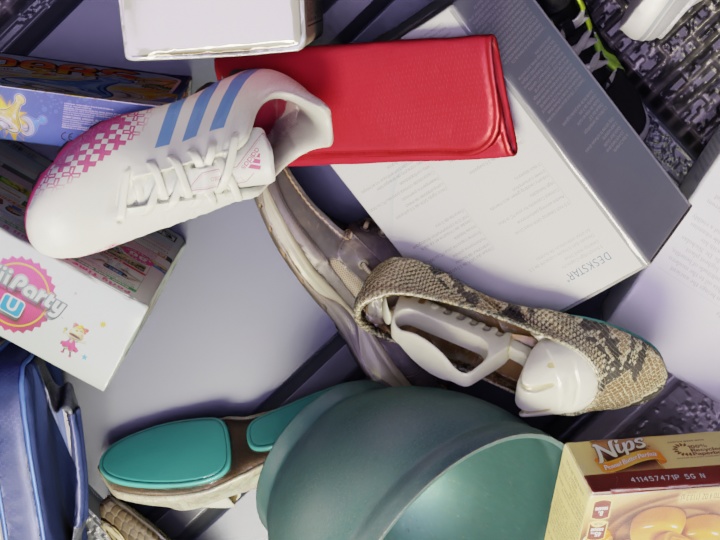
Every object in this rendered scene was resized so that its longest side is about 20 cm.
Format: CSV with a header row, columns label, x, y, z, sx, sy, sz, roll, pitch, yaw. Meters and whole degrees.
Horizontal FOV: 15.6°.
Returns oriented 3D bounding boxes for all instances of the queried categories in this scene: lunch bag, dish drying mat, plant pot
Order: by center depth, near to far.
label,x,y,z,sx,sy,sz,roll,pitch,yaw
dish drying mat,0.001,-0.101,1.595,0.199,0.018,0.077,0,110,34
plant pot,0.019,0.151,1.626,0.134,0.200,0.201,37,104,36
lunch bag,-0.240,0.134,1.699,0.131,0.136,0.201,-6,100,4

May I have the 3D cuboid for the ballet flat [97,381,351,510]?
label,x,y,z,sx,sy,sz,roll,pitch,yaw
ballet flat,-0.073,0.128,1.727,0.199,0.068,0.063,-13,131,11

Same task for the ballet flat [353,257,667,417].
label,x,y,z,sx,sy,sz,roll,pitch,yaw
ballet flat,0.085,0.051,1.611,0.199,0.075,0.068,20,125,16

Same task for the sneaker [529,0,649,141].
label,x,y,z,sx,sy,sz,roll,pitch,yaw
sneaker,0.112,-0.151,1.640,0.200,0.083,0.072,47,67,-6

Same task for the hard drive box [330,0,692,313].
label,x,y,z,sx,sy,sz,roll,pitch,yaw
hard drive box,0.081,-0.068,1.635,0.156,0.077,0.200,-30,102,41

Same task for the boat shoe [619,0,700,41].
label,x,y,z,sx,sy,sz,roll,pitch,yaw
boat shoe,0.246,-0.212,1.646,0.068,0.072,0.200,41,91,-6

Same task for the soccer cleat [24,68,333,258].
label,x,y,z,sx,sy,sz,roll,pitch,yaw
soccer cleat,-0.103,-0.063,1.541,0.200,0.086,0.070,-32,127,-29

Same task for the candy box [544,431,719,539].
label,x,y,z,sx,sy,sz,roll,pitch,yaw
candy box,0.171,0.196,1.638,0.115,0.055,0.201,-3,125,-16

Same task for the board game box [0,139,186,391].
label,x,y,z,sx,sy,sz,roll,pitch,yaw
board game box,-0.195,-0.010,1.635,0.147,0.200,0.065,29,101,-3

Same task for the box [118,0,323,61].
label,x,y,z,sx,sy,sz,roll,pitch,yaw
box,-0.084,-0.196,1.590,0.108,0.200,0.129,-4,96,3

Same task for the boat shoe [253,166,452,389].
label,x,y,z,sx,sy,sz,roll,pitch,yaw
boat shoe,0.000,0.000,1.700,0.073,0.074,0.200,-35,105,-2

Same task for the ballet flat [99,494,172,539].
label,x,y,z,sx,sy,sz,roll,pitch,yaw
ballet flat,-0.108,0.229,1.747,0.046,0.067,0.200,-44,102,-6

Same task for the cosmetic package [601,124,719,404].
label,x,y,z,sx,sy,sz,roll,pitch,yaw
cosmetic package,0.248,-0.025,1.675,0.101,0.071,0.201,33,101,-4

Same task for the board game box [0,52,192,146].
label,x,y,z,sx,sy,sz,roll,pitch,yaw
board game box,-0.212,-0.109,1.650,0.199,0.135,0.035,7,102,1

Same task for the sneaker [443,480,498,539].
label,x,y,z,sx,sy,sz,roll,pitch,yaw
sneaker,0.139,0.205,1.724,0.115,0.076,0.202,-20,97,8
